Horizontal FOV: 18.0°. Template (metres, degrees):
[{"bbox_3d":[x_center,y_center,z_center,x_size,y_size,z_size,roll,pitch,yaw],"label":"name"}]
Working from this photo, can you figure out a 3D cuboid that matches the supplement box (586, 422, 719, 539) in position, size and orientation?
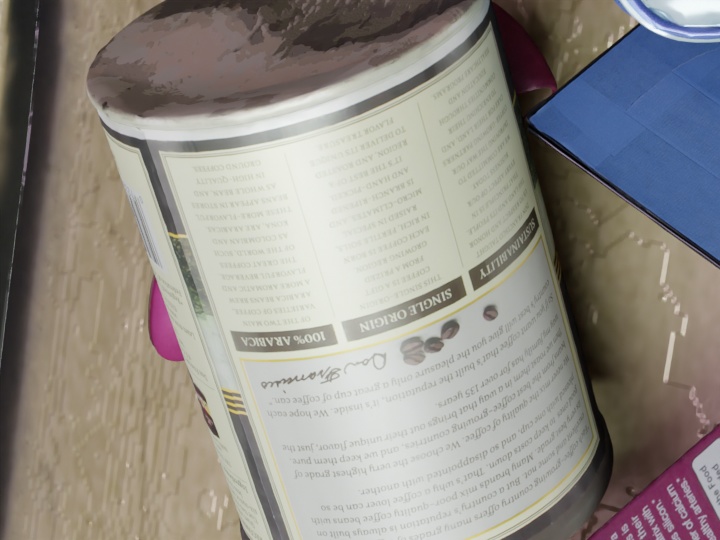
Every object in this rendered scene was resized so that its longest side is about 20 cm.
[{"bbox_3d":[0.127,0.161,0.812,0.200,0.103,0.131,-44,50,24],"label":"supplement box"}]

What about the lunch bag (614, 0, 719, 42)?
[{"bbox_3d":[0.136,-0.179,0.729,0.160,0.082,0.201,-10,98,7],"label":"lunch bag"}]

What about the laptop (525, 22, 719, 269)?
[{"bbox_3d":[0.197,-0.084,0.768,0.187,0.116,0.201,37,110,20],"label":"laptop"}]

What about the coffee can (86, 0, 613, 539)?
[{"bbox_3d":[0.000,0.000,0.822,0.146,0.146,0.201,-1,120,28],"label":"coffee can"}]

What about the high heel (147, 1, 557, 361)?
[{"bbox_3d":[-0.009,-0.027,0.907,0.096,0.067,0.201,42,109,30],"label":"high heel"}]
